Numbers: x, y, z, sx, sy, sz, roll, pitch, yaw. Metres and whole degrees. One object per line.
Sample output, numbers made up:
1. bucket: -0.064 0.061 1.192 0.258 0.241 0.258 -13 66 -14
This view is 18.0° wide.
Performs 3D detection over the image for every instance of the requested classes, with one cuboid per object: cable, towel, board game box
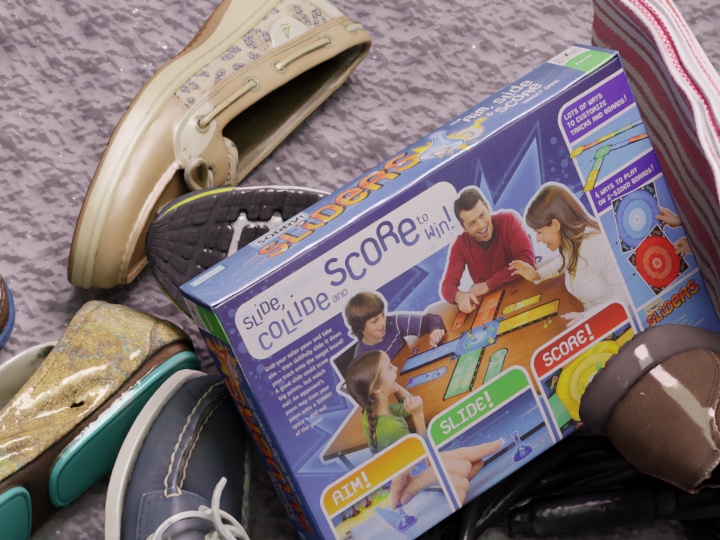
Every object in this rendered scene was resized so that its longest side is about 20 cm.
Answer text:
1. cable: 0.109 0.137 0.943 0.200 0.051 0.163 31 55 4
2. towel: 0.134 -0.040 0.980 0.030 0.200 0.147 -24 66 -6
3. board game box: 0.042 0.016 0.914 0.200 0.034 0.136 -31 113 -18

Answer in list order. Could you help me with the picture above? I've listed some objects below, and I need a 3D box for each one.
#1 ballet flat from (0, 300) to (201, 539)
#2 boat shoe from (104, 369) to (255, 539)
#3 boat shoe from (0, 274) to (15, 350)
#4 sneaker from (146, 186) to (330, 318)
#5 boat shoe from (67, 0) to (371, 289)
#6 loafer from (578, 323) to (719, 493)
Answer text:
1. ballet flat: -0.146 0.080 0.899 0.071 0.071 0.200 39 54 9
2. boat shoe: -0.067 0.127 0.873 0.075 0.062 0.201 47 46 -38
3. boat shoe: -0.232 0.021 0.901 0.199 0.072 0.072 -11 63 -22
4. sneaker: 0.000 0.000 0.968 0.199 0.081 0.074 8 98 -26
5. boat shoe: -0.062 -0.061 1.002 0.063 0.073 0.200 29 55 6
6. loafer: 0.169 0.070 0.955 0.200 0.073 0.071 1 43 -48
